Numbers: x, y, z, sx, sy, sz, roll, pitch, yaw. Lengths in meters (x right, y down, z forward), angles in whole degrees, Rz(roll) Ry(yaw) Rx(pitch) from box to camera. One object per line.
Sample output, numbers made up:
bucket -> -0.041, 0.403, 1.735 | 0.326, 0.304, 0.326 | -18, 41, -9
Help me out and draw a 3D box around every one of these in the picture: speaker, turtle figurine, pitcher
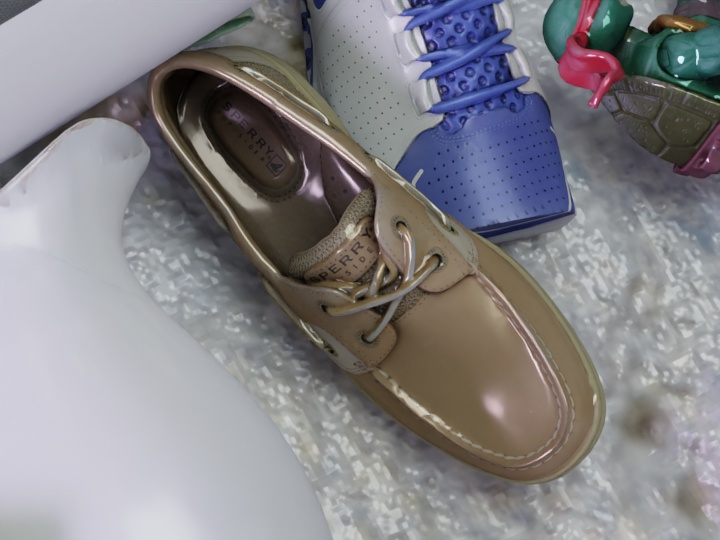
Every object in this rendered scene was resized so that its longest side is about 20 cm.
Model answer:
speaker -> -0.094, -0.097, 0.975 | 0.200, 0.081, 0.081 | -35, 80, -30
turtle figurine -> 0.142, -0.080, 1.098 | 0.200, 0.150, 0.101 | 25, 97, -10
pitcher -> -0.107, 0.075, 0.949 | 0.171, 0.121, 0.200 | -25, 74, -3

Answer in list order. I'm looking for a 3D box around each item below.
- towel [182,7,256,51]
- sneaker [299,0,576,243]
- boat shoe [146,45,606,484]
towel -> -0.147, -0.147, 1.033 | 0.152, 0.023, 0.200 | -24, 76, -27
sneaker -> 0.020, -0.110, 1.066 | 0.080, 0.115, 0.200 | -16, 72, -22
boat shoe -> 0.000, 0.000, 1.025 | 0.200, 0.065, 0.071 | 42, 100, 11
